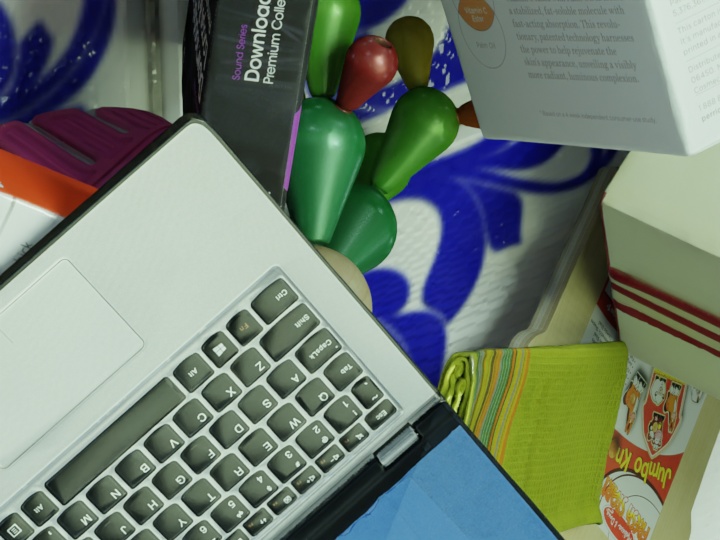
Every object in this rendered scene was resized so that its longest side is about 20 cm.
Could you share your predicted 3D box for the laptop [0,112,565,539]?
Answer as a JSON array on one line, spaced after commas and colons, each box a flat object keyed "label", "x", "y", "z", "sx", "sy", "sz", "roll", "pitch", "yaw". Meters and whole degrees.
[{"label": "laptop", "x": -0.045, "y": 0.099, "z": 0.663, "sx": 0.187, "sy": 0.116, "sz": 0.200, "roll": -41, "pitch": 116, "yaw": -1}]

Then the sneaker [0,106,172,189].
[{"label": "sneaker", "x": -0.129, "y": 0.027, "z": 0.802, "sx": 0.200, "sy": 0.081, "sz": 0.088, "roll": -43, "pitch": 140, "yaw": -1}]

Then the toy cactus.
[{"label": "toy cactus", "x": 0.000, "y": 0.000, "z": 0.854, "sx": 0.165, "sy": 0.102, "sz": 0.201, "roll": -61, "pitch": 156, "yaw": -56}]

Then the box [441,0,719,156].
[{"label": "box", "x": 0.082, "y": -0.151, "z": 0.783, "sx": 0.097, "sy": 0.124, "sz": 0.201, "roll": -27, "pitch": 109, "yaw": -25}]

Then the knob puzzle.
[{"label": "knob puzzle", "x": 0.103, "y": 0.082, "z": 1.063, "sx": 0.219, "sy": 0.030, "sz": 0.221, "roll": -18, "pitch": 112, "yaw": -52}]

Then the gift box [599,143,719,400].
[{"label": "gift box", "x": 0.215, "y": -0.004, "z": 0.971, "sx": 0.201, "sy": 0.186, "sz": 0.185, "roll": -60, "pitch": 159, "yaw": -12}]

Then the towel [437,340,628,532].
[{"label": "towel", "x": 0.069, "y": 0.072, "z": 0.935, "sx": 0.200, "sy": 0.018, "sz": 0.087, "roll": 1, "pitch": 104, "yaw": -66}]

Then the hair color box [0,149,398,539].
[{"label": "hair color box", "x": -0.103, "y": 0.029, "z": 0.718, "sx": 0.199, "sy": 0.064, "sz": 0.111, "roll": 23, "pitch": 101, "yaw": -25}]

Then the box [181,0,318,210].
[{"label": "box", "x": -0.030, "y": -0.133, "z": 0.739, "sx": 0.036, "sy": 0.143, "sz": 0.201, "roll": 5, "pitch": 117, "yaw": -7}]
